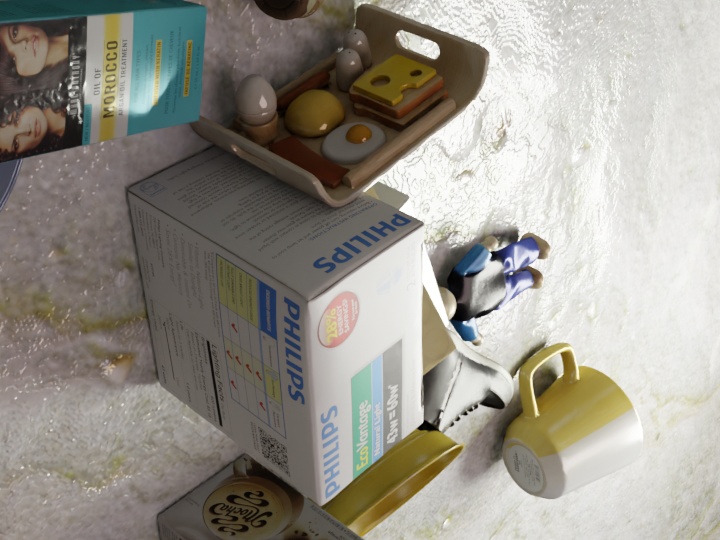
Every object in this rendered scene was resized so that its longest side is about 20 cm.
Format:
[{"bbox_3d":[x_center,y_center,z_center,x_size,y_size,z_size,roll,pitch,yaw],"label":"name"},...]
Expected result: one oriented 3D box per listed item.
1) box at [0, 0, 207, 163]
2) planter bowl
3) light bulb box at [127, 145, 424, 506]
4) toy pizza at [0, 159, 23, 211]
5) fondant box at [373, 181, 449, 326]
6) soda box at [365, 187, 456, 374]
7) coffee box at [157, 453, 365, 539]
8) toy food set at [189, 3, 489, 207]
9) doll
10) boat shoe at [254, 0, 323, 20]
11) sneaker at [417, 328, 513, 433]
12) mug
[{"bbox_3d":[-0.177,-0.124,0.683,0.199,0.049,0.083,-27,130,-56],"label":"box"},{"bbox_3d":[0.006,0.207,1.124,0.199,0.084,0.201,-35,165,-11],"label":"planter bowl"},{"bbox_3d":[-0.061,0.032,0.843,0.124,0.199,0.200,-32,136,-35],"label":"light bulb box"},{"bbox_3d":[-0.277,-0.080,0.630,0.200,0.031,0.202,-36,138,-41],"label":"toy pizza"},{"bbox_3d":[0.006,0.032,1.056,0.144,0.058,0.201,-47,142,-21],"label":"fondant box"},{"bbox_3d":[0.000,0.000,0.931,0.067,0.064,0.201,-34,103,-25],"label":"soda box"},{"bbox_3d":[-0.074,0.267,0.984,0.113,0.199,0.081,-31,135,-36],"label":"coffee box"},{"bbox_3d":[-0.015,-0.137,0.838,0.200,0.143,0.061,-40,140,-29],"label":"toy food set"},{"bbox_3d":[0.138,0.021,1.227,0.199,0.048,0.138,-20,127,-46],"label":"doll"},{"bbox_3d":[-0.030,-0.285,0.799,0.076,0.071,0.202,-30,143,-58],"label":"boat shoe"},{"bbox_3d":[0.100,0.142,1.214,0.200,0.074,0.107,35,61,-46],"label":"sneaker"},{"bbox_3d":[0.262,0.213,1.475,0.152,0.188,0.150,-26,165,-29],"label":"mug"}]
